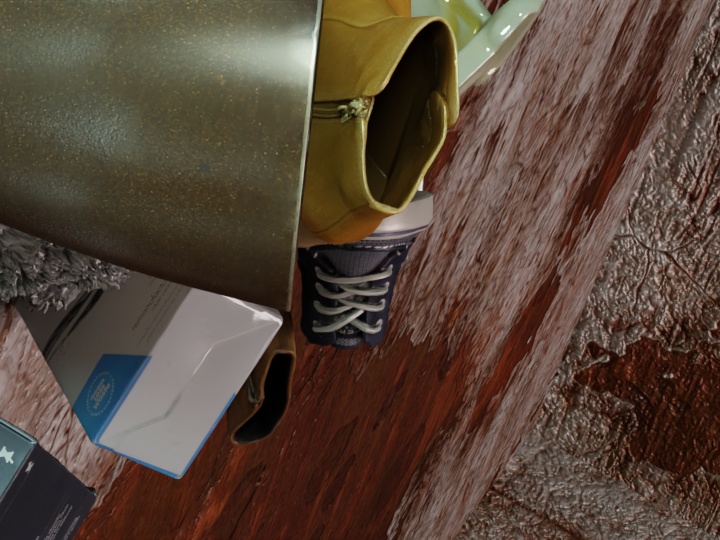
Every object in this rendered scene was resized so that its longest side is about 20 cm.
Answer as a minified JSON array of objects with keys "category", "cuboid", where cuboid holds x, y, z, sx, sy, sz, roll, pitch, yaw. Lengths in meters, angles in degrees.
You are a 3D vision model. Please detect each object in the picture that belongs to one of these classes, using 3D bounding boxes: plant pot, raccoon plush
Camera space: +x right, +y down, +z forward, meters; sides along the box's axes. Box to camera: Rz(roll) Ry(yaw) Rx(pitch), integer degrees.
[{"category":"plant pot","cuboid":[-0.119,-0.085,1.143,0.187,0.199,0.188,-174,-90,-89]},{"category":"raccoon plush","cuboid":[-0.152,-0.034,1.250,0.199,0.097,0.134,-20,176,36]}]

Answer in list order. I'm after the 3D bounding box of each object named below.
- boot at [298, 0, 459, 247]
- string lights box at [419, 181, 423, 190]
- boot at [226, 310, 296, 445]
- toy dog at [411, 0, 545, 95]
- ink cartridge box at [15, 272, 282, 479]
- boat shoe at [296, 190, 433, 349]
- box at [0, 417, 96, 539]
[{"category":"boot","cuboid":[0.012,-0.110,1.266,0.144,0.070,0.202,156,-54,-65]},{"category":"string lights box","cuboid":[0.007,-0.148,1.674,0.103,0.059,0.201,-128,-142,-62]},{"category":"boot","cuboid":[-0.067,-0.027,1.536,0.189,0.068,0.201,116,-26,-45]},{"category":"toy dog","cuboid":[-0.021,-0.157,1.440,0.140,0.200,0.194,-43,177,-13]},{"category":"ink cartridge box","cuboid":[-0.133,0.015,1.520,0.068,0.200,0.116,25,105,-34]},{"category":"boat shoe","cuboid":[0.000,0.000,1.438,0.200,0.074,0.093,-90,-177,-87]},{"category":"box","cuboid":[-0.254,0.170,1.450,0.201,0.104,0.182,-59,169,-11]}]
